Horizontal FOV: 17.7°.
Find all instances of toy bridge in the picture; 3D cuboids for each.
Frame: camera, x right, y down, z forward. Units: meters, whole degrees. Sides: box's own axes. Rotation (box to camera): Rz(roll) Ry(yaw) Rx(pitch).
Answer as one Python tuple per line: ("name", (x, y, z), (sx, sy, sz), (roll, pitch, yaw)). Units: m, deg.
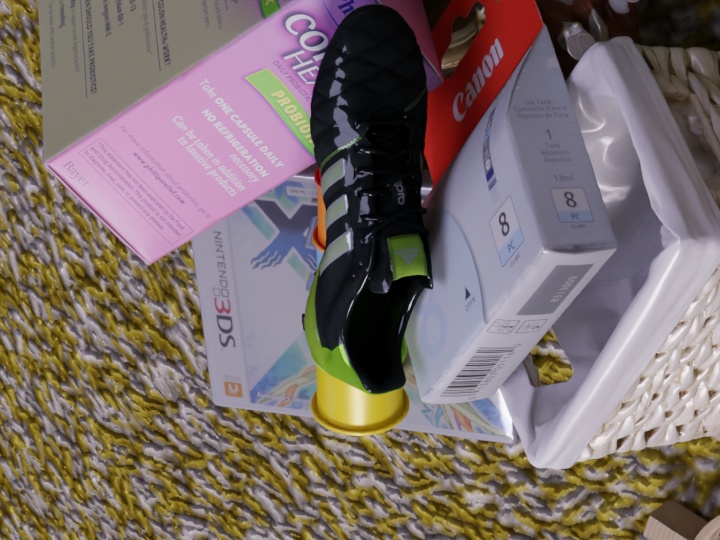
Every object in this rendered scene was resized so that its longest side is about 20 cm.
("toy bridge", (0.212, 0.088, 1.284), (0.067, 0.027, 0.201), (32, 128, 28))

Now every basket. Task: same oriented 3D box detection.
("basket", (0.154, -0.007, 1.183), (0.200, 0.123, 0.136), (116, 143, -48))

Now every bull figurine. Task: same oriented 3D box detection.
("bull figurine", (0.113, -0.152, 1.212), (0.121, 0.065, 0.201), (111, 137, -84))

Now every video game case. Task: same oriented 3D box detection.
("video game case", (-0.003, 0.016, 1.387), (0.199, 0.022, 0.183), (6, 126, 16))

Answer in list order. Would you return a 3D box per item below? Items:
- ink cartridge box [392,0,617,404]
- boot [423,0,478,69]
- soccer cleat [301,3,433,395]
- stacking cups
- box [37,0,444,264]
("ink cartridge box", (0.055, -0.056, 1.193), (0.160, 0.047, 0.201), (123, 137, -53))
("boot", (0.001, -0.081, 1.377), (0.199, 0.073, 0.156), (-3, 112, 36))
("soccer cleat", (0.011, -0.034, 1.182), (0.081, 0.067, 0.201), (36, 126, 56))
("stacking cups", (0.000, 0.000, 1.322), (0.060, 0.060, 0.201), (27, 133, 33))
("box", (-0.072, -0.133, 1.280), (0.200, 0.176, 0.097), (-32, 128, 16))
